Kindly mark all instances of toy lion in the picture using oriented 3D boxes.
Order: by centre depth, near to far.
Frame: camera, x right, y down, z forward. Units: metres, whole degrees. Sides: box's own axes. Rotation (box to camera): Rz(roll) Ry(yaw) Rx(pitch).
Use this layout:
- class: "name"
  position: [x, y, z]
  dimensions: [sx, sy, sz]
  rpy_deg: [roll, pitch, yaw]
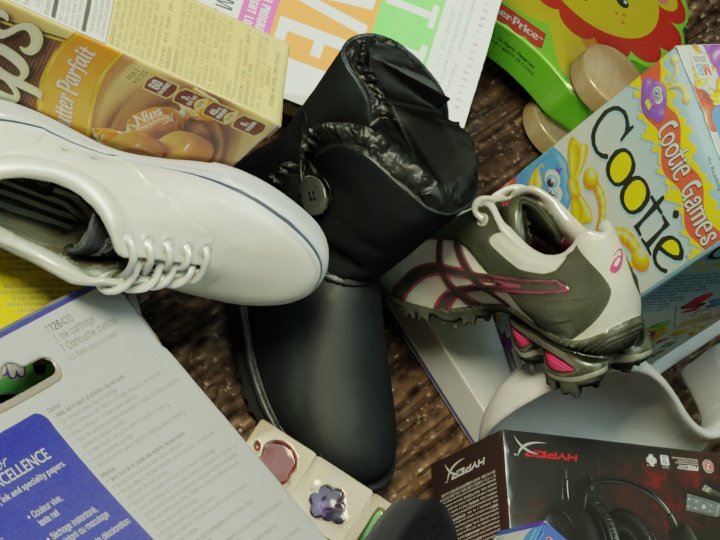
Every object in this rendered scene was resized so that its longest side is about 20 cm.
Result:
- class: "toy lion"
  position: [0.110, -0.174, 1.435]
  dimensions: [0.200, 0.069, 0.192]
  rpy_deg: [33, 45, -15]

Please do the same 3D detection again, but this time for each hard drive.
- class: "hard drive"
  position: [0.112, 0.019, 1.349]
  dimensions: [0.200, 0.025, 0.132]
  rpy_deg: [-28, 83, -40]

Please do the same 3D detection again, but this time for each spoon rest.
- class: "spoon rest"
  position: [0.144, 0.073, 1.273]
  dimensions: [0.200, 0.099, 0.061]
  rpy_deg: [-2, 59, -46]

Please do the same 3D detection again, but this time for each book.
- class: "book"
  position: [-0.026, -0.153, 1.295]
  dimensions: [0.200, 0.048, 0.134]
  rpy_deg: [19, 83, -14]

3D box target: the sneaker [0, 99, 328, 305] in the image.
- class: "sneaker"
  position: [-0.108, -0.015, 1.113]
  dimensions: [0.200, 0.073, 0.071]
  rpy_deg: [17, 37, -18]

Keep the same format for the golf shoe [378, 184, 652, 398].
- class: "golf shoe"
  position: [0.072, -0.011, 1.219]
  dimensions: [0.077, 0.200, 0.088]
  rpy_deg: [-28, 125, -34]

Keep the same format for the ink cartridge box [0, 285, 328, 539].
- class: "ink cartridge box"
  position: [-0.115, 0.116, 1.056]
  dimensions: [0.200, 0.047, 0.198]
  rpy_deg: [47, 35, 9]

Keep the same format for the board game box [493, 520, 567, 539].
- class: "board game box"
  position: [0.115, 0.236, 1.127]
  dimensions: [0.200, 0.045, 0.135]
  rpy_deg: [43, 61, -14]

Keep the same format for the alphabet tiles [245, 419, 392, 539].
- class: "alphabet tiles"
  position: [-0.031, 0.195, 1.125]
  dimensions: [0.167, 0.008, 0.200]
  rpy_deg: [33, 67, 2]

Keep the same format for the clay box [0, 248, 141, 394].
- class: "clay box"
  position: [-0.180, -0.027, 1.166]
  dimensions: [0.115, 0.048, 0.200]
  rpy_deg: [0, 67, -36]

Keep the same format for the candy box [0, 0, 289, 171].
- class: "candy box"
  position: [-0.148, -0.100, 1.119]
  dimensions: [0.200, 0.115, 0.055]
  rpy_deg: [22, 53, -25]

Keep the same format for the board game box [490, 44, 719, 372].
- class: "board game box"
  position: [0.162, -0.030, 1.260]
  dimensions: [0.105, 0.200, 0.103]
  rpy_deg: [-5, 69, -36]

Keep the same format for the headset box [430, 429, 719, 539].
- class: "headset box"
  position: [0.122, 0.193, 1.222]
  dimensions: [0.148, 0.075, 0.201]
  rpy_deg: [9, 67, -28]

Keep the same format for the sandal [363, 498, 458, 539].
- class: "sandal"
  position: [0.004, 0.177, 1.066]
  dimensions: [0.200, 0.043, 0.076]
  rpy_deg: [-58, 137, -42]

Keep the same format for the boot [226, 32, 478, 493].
- class: "boot"
  position: [0.000, 0.000, 1.193]
  dimensions: [0.076, 0.168, 0.201]
  rpy_deg: [-8, 71, -36]
